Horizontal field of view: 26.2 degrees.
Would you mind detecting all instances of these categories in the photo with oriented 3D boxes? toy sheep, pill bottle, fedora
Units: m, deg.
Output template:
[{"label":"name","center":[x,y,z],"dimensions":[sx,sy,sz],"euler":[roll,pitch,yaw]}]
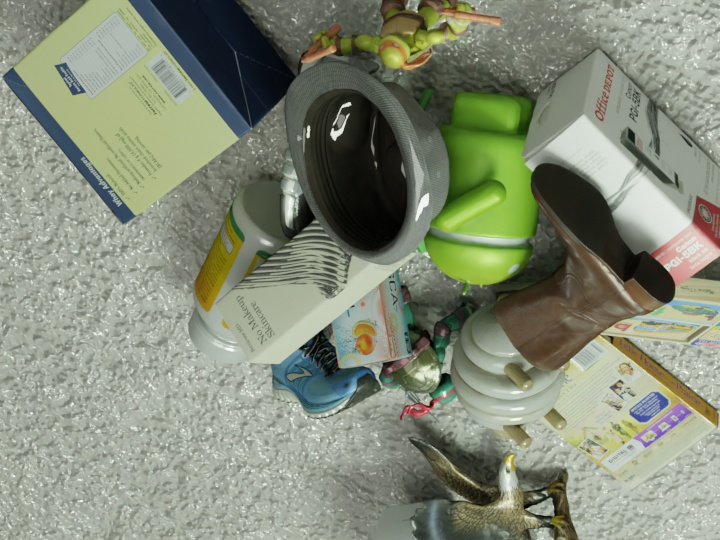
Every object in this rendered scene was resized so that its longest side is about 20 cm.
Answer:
[{"label":"toy sheep","center":[0.160,0.104,1.662],"dimensions":[0.137,0.138,0.201],"euler":[9,130,10]},{"label":"pill bottle","center":[-0.120,0.007,1.718],"dimensions":[0.112,0.113,0.201],"euler":[27,127,-3]},{"label":"fedora","center":[0.020,-0.110,1.478],"dimensions":[0.176,0.090,0.201],"euler":[-19,93,49]}]

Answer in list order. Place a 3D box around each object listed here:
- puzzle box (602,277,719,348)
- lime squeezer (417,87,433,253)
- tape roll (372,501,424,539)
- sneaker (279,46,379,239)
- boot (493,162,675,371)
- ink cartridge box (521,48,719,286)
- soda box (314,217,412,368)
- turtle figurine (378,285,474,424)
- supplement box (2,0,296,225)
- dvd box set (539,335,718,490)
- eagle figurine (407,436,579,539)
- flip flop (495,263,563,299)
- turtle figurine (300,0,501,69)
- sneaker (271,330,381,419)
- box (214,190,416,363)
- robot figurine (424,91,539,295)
[{"label":"puzzle box","center":[0.313,0.041,1.592],"dimensions":[0.199,0.026,0.133],"euler":[7,159,-10]},{"label":"lime squeezer","center":[0.051,-0.091,1.626],"dimensions":[0.070,0.038,0.201],"euler":[-18,127,-24]},{"label":"tape roll","center":[0.083,0.379,1.860],"dimensions":[0.070,0.203,0.203],"euler":[-11,120,24]},{"label":"sneaker","center":[-0.017,-0.124,1.587],"dimensions":[0.115,0.075,0.201],"euler":[9,98,3]},{"label":"boot","center":[0.179,0.004,1.497],"dimensions":[0.186,0.064,0.200],"euler":[47,142,-7]},{"label":"ink cartridge box","center":[0.263,-0.098,1.510],"dimensions":[0.200,0.147,0.083],"euler":[42,124,-14]},{"label":"soda box","center":[0.000,0.000,1.646],"dimensions":[0.063,0.068,0.201],"euler":[-11,86,23]},{"label":"turtle figurine","center":[0.061,0.081,1.726],"dimensions":[0.149,0.101,0.200],"euler":[-35,98,19]},{"label":"supplement box","center":[-0.214,-0.195,1.578],"dimensions":[0.199,0.134,0.200],"euler":[-32,102,32]},{"label":"dvd box set","center":[0.282,0.150,1.747],"dimensions":[0.200,0.029,0.146],"euler":[36,126,-11]},{"label":"eagle figurine","center":[0.149,0.272,1.807],"dimensions":[0.198,0.152,0.152],"euler":[1,89,-4]},{"label":"flip flop","center":[0.238,0.010,1.648],"dimensions":[0.199,0.058,0.081],"euler":[-3,160,35]},{"label":"turtle figurine","center":[0.052,-0.231,1.471],"dimensions":[0.199,0.162,0.065],"euler":[-10,119,22]},{"label":"sneaker","center":[-0.053,0.109,1.750],"dimensions":[0.200,0.078,0.091],"euler":[8,119,56]},{"label":"box","center":[-0.047,0.008,1.589],"dimensions":[0.200,0.068,0.082],"euler":[-40,72,17]},{"label":"robot figurine","center":[0.125,-0.077,1.561],"dimensions":[0.115,0.175,0.202],"euler":[9,99,20]}]
